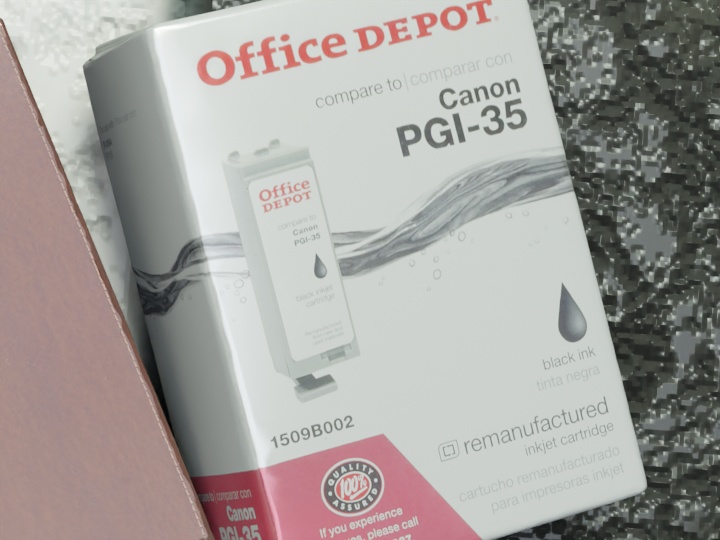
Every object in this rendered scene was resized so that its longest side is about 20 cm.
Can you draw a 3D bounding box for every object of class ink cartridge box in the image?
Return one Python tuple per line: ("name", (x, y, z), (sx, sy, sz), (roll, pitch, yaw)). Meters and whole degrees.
("ink cartridge box", (0.000, 0.000, 1.036), (0.146, 0.083, 0.201), (-15, 91, -21))

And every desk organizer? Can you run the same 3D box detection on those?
("desk organizer", (-0.125, 0.018, 1.037), (0.077, 0.072, 0.201), (-22, 92, -7))
